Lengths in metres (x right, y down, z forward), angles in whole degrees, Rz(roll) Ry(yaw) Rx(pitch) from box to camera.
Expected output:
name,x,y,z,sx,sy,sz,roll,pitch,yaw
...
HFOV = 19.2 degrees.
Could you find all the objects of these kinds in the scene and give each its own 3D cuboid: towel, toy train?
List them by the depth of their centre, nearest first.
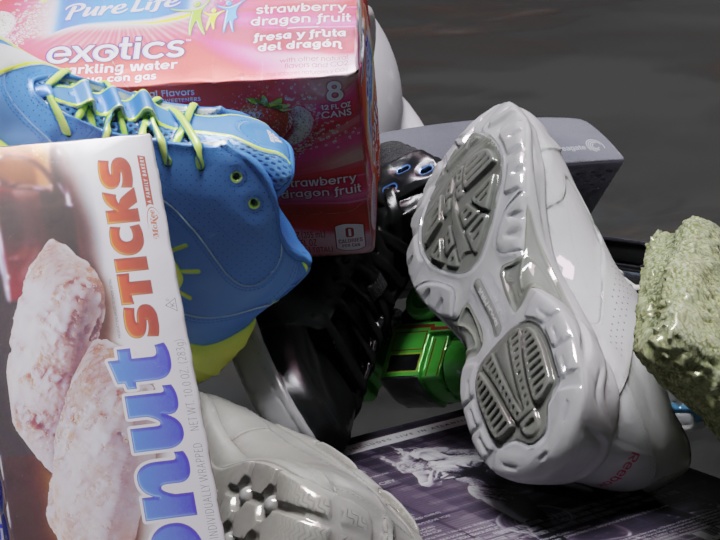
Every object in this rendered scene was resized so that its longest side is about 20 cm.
name,x,y,z,sx,sy,sz,roll,pitch,yaw
towel,0.168,0.044,0.836,0.148,0.037,0.200,42,17,1
toy train,0.041,0.034,0.969,0.199,0.042,0.057,-5,54,35

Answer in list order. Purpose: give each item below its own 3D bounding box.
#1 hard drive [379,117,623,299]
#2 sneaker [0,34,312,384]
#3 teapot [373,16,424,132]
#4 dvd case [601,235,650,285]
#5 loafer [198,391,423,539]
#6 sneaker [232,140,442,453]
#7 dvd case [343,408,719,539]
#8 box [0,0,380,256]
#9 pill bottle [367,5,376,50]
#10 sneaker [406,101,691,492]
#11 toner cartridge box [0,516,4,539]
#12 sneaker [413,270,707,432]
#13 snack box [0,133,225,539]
name,x,y,z,sx,sy,sz,roll,pitch,yaw
hard drive,0.030,-0.030,1.152,0.199,0.043,0.135,-9,-26,-19
sneaker,-0.090,-0.049,0.817,0.105,0.200,0.076,-33,33,5
teapot,-0.058,-0.077,1.292,0.199,0.197,0.146,-30,53,9
dvd case,0.141,0.003,1.087,0.199,0.018,0.142,10,-8,39
loafer,-0.035,0.092,0.799,0.070,0.070,0.200,24,-1,-24
sneaker,0.000,0.000,0.930,0.111,0.073,0.200,-27,29,8
dvd case,0.059,0.094,0.854,0.148,0.016,0.200,-12,17,-33
box,-0.093,-0.068,0.900,0.199,0.100,0.096,-3,44,4
pill bottle,-0.101,-0.124,1.168,0.199,0.115,0.114,21,19,9
sneaker,0.082,0.017,0.882,0.099,0.078,0.201,24,39,-33
toner cartridge box,-0.175,0.090,0.767,0.199,0.043,0.095,-5,49,-12
sneaker,0.108,0.022,0.995,0.199,0.087,0.075,5,14,22
snack box,-0.091,0.050,0.730,0.072,0.201,0.024,-6,-21,-17
